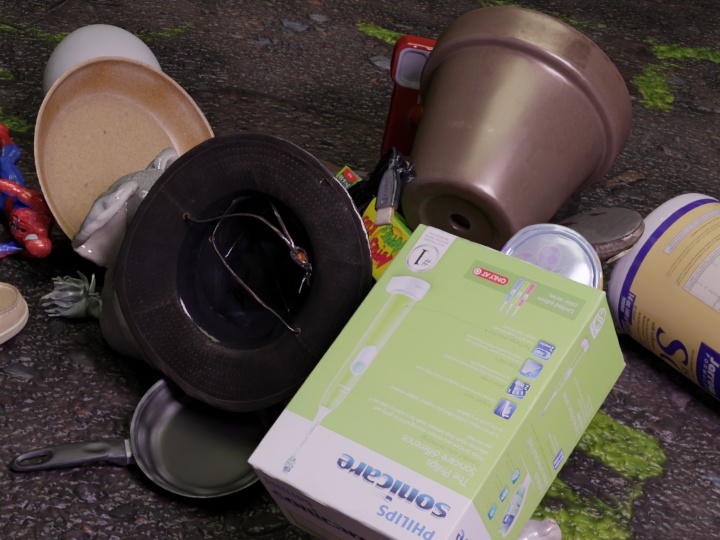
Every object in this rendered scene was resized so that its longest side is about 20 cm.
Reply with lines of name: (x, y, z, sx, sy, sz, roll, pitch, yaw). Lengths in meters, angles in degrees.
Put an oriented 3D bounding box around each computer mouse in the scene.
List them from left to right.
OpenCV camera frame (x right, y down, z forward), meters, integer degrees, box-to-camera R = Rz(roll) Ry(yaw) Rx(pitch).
computer mouse: (0.000, 0.000, 1.112, 0.046, 0.140, 0.201, 26, 61, -13)

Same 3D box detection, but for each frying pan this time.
frying pan: (-0.138, 0.134, 0.987, 0.189, 0.031, 0.115, -30, 56, -21)

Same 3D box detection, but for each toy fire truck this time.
toy fire truck: (0.119, -0.143, 1.404, 0.199, 0.169, 0.112, 10, 30, -2)

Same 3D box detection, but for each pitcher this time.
pitcher: (-0.224, -0.144, 1.362, 0.171, 0.121, 0.201, 18, 35, -31)

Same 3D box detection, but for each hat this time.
hat: (-0.076, -0.003, 1.012, 0.200, 0.202, 0.081, 19, 13, 13)

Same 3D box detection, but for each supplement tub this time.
supplement tub: (0.329, 0.038, 1.196, 0.145, 0.146, 0.200, -14, 39, -37)

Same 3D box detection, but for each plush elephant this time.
plush elephant: (-0.152, -0.013, 1.106, 0.199, 0.156, 0.165, 15, 30, 4)

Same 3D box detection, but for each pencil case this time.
pencil case: (0.156, 0.025, 1.125, 0.091, 0.083, 0.200, 36, -4, 14)

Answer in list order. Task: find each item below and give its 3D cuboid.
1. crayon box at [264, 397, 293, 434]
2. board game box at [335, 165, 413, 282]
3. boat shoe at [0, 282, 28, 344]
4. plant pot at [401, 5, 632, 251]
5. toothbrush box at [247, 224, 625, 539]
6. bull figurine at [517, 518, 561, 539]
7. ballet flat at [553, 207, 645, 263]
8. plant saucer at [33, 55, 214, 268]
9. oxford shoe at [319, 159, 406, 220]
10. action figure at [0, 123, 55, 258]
crayon box: (0.015, 0.104, 0.993, 0.200, 0.127, 0.051, 35, 11, 37)
board game box: (0.042, -0.002, 1.211, 0.102, 0.048, 0.200, 40, 7, -42)
boat shoe: (-0.351, 0.028, 1.059, 0.199, 0.065, 0.072, -6, 34, -27)
plant pot: (0.122, -0.104, 1.234, 0.199, 0.201, 0.175, 20, 56, 15)
toothbrush box: (0.051, 0.088, 0.869, 0.145, 0.086, 0.200, 21, 62, 33)
bull figurine: (0.058, 0.217, 0.874, 0.199, 0.066, 0.121, -14, 28, -26)
ballet flat: (0.174, -0.014, 1.244, 0.199, 0.047, 0.067, -13, 21, 45)
plant saucer: (-0.209, -0.088, 1.232, 0.035, 0.201, 0.200, -17, 5, 44)
oxford shoe: (-0.020, -0.077, 1.344, 0.199, 0.073, 0.085, 12, 28, 0)
action figure: (-0.332, -0.065, 1.226, 0.098, 0.066, 0.200, -2, 31, -34)
